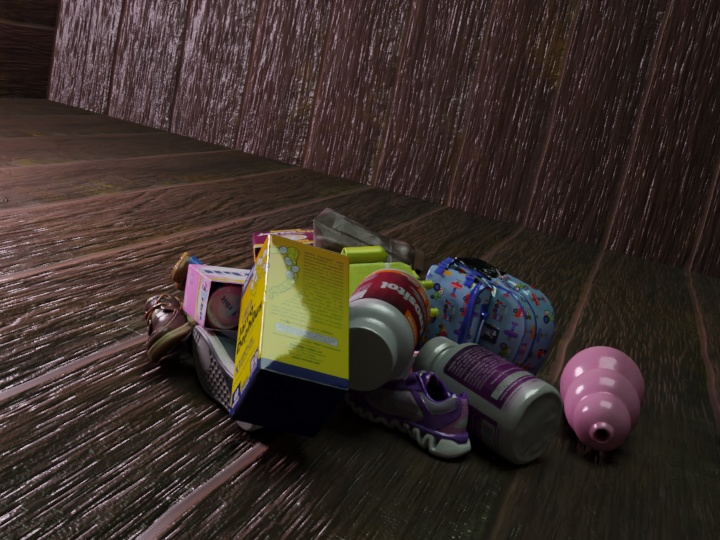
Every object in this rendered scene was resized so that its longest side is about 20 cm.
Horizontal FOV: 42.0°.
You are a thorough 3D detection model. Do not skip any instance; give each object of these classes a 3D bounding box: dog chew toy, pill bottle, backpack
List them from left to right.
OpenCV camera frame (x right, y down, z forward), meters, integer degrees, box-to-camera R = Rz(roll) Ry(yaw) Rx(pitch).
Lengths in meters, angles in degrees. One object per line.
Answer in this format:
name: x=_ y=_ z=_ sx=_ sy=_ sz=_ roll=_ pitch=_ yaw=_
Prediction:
pill bottle: x=0.023 y=0.078 z=1.232 sx=0.111 sy=0.114 sz=0.200 roll=14 pitch=21 yaw=9
pill bottle: x=0.163 y=0.166 z=1.261 sx=0.111 sy=0.114 sz=0.199 roll=0 pitch=20 yaw=-42
backpack: x=0.198 y=0.088 z=1.493 sx=0.199 sy=0.185 sz=0.134 roll=28 pitch=15 yaw=33
dog chew toy: x=0.347 y=0.191 z=1.348 sx=0.123 sy=0.126 sz=0.200 roll=14 pitch=22 yaw=9

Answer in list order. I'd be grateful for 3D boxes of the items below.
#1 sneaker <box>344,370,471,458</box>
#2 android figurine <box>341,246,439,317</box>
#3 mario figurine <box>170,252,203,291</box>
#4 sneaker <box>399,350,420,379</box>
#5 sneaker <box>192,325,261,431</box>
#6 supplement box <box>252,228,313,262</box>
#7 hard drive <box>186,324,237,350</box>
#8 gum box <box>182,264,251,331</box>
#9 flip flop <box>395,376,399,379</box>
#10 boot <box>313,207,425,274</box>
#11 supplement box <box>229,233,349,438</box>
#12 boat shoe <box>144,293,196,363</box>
sneaker: x=0.065 y=0.167 z=1.231 sx=0.198 sy=0.090 sz=0.080 roll=20 pitch=16 yaw=35
android figurine: x=0.021 y=0.050 z=1.426 sx=0.197 sy=0.184 sz=0.041 roll=-2 pitch=-23 yaw=-12
mario figurine: x=-0.203 y=0.056 z=1.452 sx=0.198 sy=0.107 sz=0.124 roll=26 pitch=21 yaw=6
sneaker: x=0.146 y=0.158 z=1.406 sx=0.197 sy=0.080 sz=0.095 roll=14 pitch=1 yaw=0
sneaker: x=-0.123 y=0.127 z=1.210 sx=0.145 sy=0.078 sz=0.202 roll=-11 pitch=34 yaw=-34
supplement box: x=-0.125 y=-0.011 z=1.671 sx=0.129 sy=0.105 sz=0.200 roll=-5 pitch=9 yaw=-7
hard drive: x=-0.138 y=0.115 z=1.354 sx=0.198 sy=0.043 sz=0.135 roll=5 pitch=15 yaw=-30
gum box: x=-0.129 y=0.042 z=1.274 sx=0.197 sy=0.067 sz=0.113 roll=6 pitch=8 yaw=-26
flip flop: x=-0.028 y=0.119 z=1.311 sx=0.198 sy=0.058 sz=0.082 roll=19 pitch=44 yaw=-21
boot: x=0.000 y=0.000 z=1.495 sx=0.198 sy=0.064 sz=0.188 roll=24 pitch=45 yaw=-14
supplement box: x=-0.082 y=0.075 z=1.110 sx=0.108 sy=0.109 sz=0.202 roll=16 pitch=45 yaw=-18
boat shoe: x=-0.272 y=0.070 z=1.297 sx=0.072 sy=0.072 sz=0.200 roll=49 pitch=7 yaw=-7
